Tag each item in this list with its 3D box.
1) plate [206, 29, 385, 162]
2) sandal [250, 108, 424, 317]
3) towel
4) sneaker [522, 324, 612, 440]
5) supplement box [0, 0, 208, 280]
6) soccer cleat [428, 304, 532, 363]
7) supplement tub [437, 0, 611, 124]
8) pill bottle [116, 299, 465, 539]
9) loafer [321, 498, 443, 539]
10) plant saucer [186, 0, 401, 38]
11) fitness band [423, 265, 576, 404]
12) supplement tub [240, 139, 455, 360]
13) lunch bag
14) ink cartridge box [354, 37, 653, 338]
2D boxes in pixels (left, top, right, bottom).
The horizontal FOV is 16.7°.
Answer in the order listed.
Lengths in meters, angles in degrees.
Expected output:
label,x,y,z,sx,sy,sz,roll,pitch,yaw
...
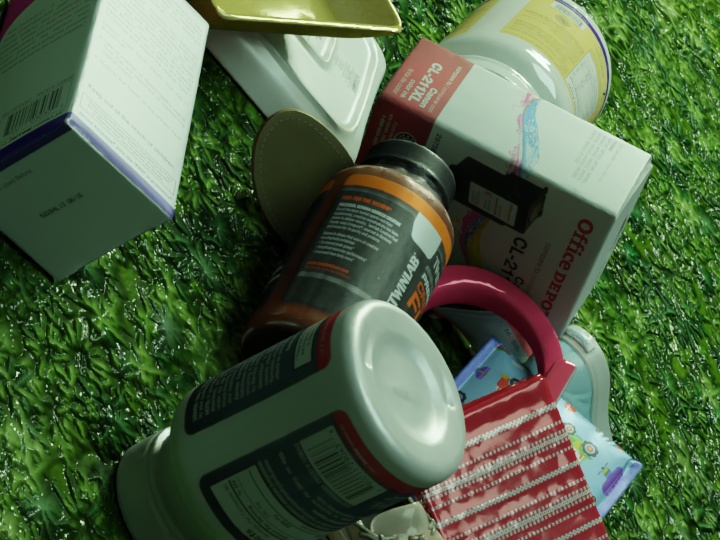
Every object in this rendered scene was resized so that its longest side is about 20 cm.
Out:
label,x,y,z,sx,sy,sz,roll,pitch,yaw
plate,-0.048,-0.185,1.929,0.200,0.032,0.200,49,30,-23
sandal,-0.027,-0.043,1.829,0.212,0.078,0.070,54,-3,-30
towel,0.108,0.182,1.688,0.144,0.022,0.200,-21,90,-36
sneaker,0.149,0.132,1.921,0.074,0.082,0.200,38,-30,43
supplement box,-0.176,-0.108,1.577,0.103,0.101,0.200,44,34,-32
soccer cleat,0.098,0.026,1.943,0.200,0.076,0.067,52,30,-19
supplement tub,0.120,-0.144,2.053,0.146,0.145,0.200,58,29,-9
pill bottle,-0.047,0.109,1.499,0.120,0.200,0.120,39,36,-37
loafer,0.009,0.162,1.625,0.072,0.063,0.200,-10,52,-50
plant saucer,-0.087,-0.249,1.851,0.200,0.048,0.200,-1,57,-47
fitness band,0.072,0.076,1.774,0.143,0.037,0.200,30,46,8
supplement tub,0.000,0.000,1.717,0.107,0.107,0.200,48,50,-26
lunch bag,0.089,0.167,1.779,0.151,0.094,0.200,41,39,5
ink cartridge box,0.100,-0.061,1.846,0.200,0.146,0.083,28,46,8
